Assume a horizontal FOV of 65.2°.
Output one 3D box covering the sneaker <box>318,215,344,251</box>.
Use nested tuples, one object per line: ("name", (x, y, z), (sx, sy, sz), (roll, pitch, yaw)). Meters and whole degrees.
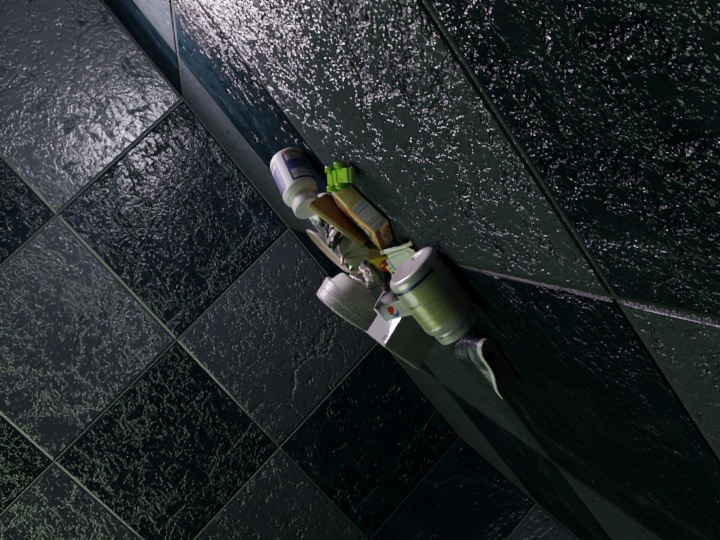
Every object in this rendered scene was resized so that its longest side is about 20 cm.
("sneaker", (-0.092, -0.128, 1.680), (0.078, 0.075, 0.202), (30, -157, -23))

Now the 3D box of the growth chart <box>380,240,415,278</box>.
("growth chart", (0.135, 0.008, 1.561), (0.142, 0.018, 0.202), (-7, 127, 44))

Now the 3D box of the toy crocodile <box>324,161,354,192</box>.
("toy crocodile", (-0.051, -0.247, 1.484), (0.199, 0.059, 0.070), (-172, 74, -69))

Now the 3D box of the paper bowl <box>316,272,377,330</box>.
("paper bowl", (-0.031, 0.087, 1.736), (0.198, 0.106, 0.201), (36, -179, -1))

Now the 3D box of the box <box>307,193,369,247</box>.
("box", (-0.050, -0.150, 1.660), (0.197, 0.022, 0.164), (38, -158, 2))

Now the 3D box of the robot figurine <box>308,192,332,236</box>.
("robot figurine", (-0.103, -0.174, 1.882), (0.168, 0.113, 0.202), (19, 151, 55))

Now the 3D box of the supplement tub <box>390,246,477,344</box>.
("supplement tub", (0.181, 0.063, 1.376), (0.201, 0.145, 0.145), (49, 171, -11))

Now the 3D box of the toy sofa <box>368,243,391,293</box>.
("toy sofa", (0.077, -0.012, 1.780), (0.098, 0.082, 0.201), (47, 171, 21))

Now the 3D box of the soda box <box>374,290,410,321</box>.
("soda box", (0.134, 0.096, 1.735), (0.064, 0.069, 0.197), (49, 143, -17))

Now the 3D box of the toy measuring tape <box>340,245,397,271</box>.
("toy measuring tape", (0.040, -0.027, 1.633), (0.073, 0.192, 0.077), (-10, -91, -78))

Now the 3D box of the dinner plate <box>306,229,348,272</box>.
("dinner plate", (-0.105, -0.071, 1.899), (0.200, 0.024, 0.200), (45, 172, 8))

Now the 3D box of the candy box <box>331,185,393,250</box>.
("candy box", (0.004, -0.159, 1.592), (0.200, 0.055, 0.116), (45, 173, 24))

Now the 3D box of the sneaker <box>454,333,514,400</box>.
("sneaker", (0.349, 0.266, 1.597), (0.145, 0.076, 0.207), (6, 129, 61))

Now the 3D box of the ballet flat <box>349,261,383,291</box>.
("ballet flat", (0.000, 0.000, 1.747), (0.072, 0.071, 0.200), (53, 174, -39))

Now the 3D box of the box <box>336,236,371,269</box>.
("box", (-0.034, -0.100, 1.728), (0.067, 0.083, 0.202), (28, -159, -28))

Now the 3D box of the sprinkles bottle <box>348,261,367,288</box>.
("sprinkles bottle", (-0.009, -0.030, 1.886), (0.069, 0.066, 0.204), (53, -158, -41))

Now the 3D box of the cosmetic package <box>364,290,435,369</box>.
("cosmetic package", (0.145, 0.208, 1.984), (0.198, 0.169, 0.166), (36, 177, -35))

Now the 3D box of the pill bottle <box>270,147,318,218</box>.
("pill bottle", (-0.198, -0.269, 1.756), (0.204, 0.117, 0.120), (64, 180, 27))
